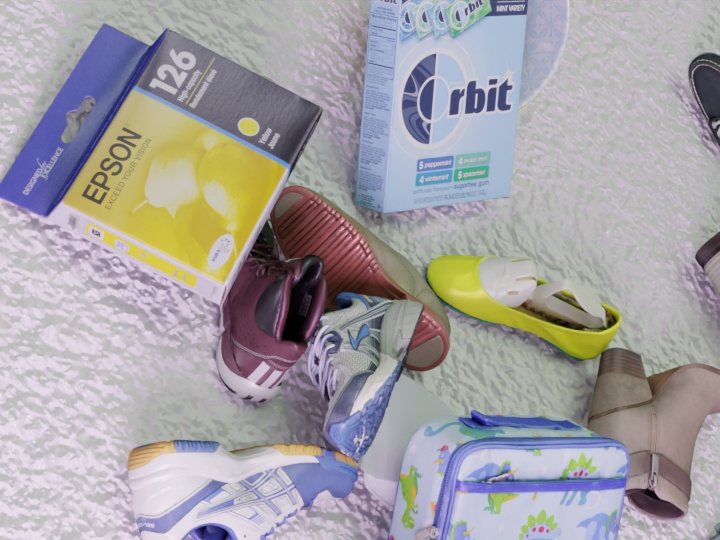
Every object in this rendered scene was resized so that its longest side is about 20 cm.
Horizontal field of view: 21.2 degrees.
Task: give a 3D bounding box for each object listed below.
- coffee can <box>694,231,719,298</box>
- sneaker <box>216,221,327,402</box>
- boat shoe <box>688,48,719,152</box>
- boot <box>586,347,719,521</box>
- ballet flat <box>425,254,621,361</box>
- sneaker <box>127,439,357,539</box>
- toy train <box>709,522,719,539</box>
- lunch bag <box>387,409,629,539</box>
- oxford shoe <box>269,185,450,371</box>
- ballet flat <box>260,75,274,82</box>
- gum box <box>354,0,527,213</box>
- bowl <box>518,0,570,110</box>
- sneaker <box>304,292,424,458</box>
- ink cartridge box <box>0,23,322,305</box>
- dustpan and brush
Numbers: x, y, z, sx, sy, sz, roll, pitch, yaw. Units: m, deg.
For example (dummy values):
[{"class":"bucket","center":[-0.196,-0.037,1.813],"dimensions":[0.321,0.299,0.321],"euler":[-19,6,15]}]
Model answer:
[{"class":"coffee can","center":[0.446,0.036,1.925],"dimensions":[0.146,0.146,0.201],"euler":[-15,71,-44]},{"class":"sneaker","center":[-0.068,-0.004,1.547],"dimensions":[0.075,0.115,0.202],"euler":[10,55,-34]},{"class":"boat shoe","center":[0.420,-0.150,2.089],"dimensions":[0.200,0.076,0.060],"euler":[50,37,2]},{"class":"boot","center":[0.284,0.157,1.771],"dimensions":[0.198,0.070,0.148],"euler":[15,59,-30]},{"class":"ballet flat","center":[0.155,0.022,1.750],"dimensions":[0.199,0.067,0.067],"euler":[24,49,-25]},{"class":"sneaker","center":[-0.088,0.176,1.450],"dimensions":[0.198,0.075,0.089],"euler":[4,75,-35]},{"class":"toy train","center":[0.402,0.238,1.767],"dimensions":[0.199,0.114,0.086],"euler":[-17,71,-45]},{"class":"lunch bag","center":[0.118,0.194,1.530],"dimensions":[0.198,0.082,0.163],"euler":[5,101,-37]},{"class":"oxford shoe","center":[0.000,0.000,1.648],"dimensions":[0.200,0.071,0.074],"euler":[48,23,-12]},{"class":"ballet flat","center":[-0.132,-0.111,1.610],"dimensions":[0.070,0.069,0.200],"euler":[50,43,1]},{"class":"gum box","center":[0.075,-0.161,1.744],"dimensions":[0.169,0.044,0.202],"euler":[-9,110,-43]},{"class":"bowl","center":[0.090,-0.247,1.843],"dimensions":[0.199,0.202,0.108],"euler":[23,6,-25]},{"class":"sneaker","center":[-0.012,0.079,1.533],"dimensions":[0.084,0.078,0.200],"euler":[20,27,3]},{"class":"ink cartridge box","center":[-0.156,-0.097,1.528],"dimensions":[0.199,0.047,0.199],"euler":[27,57,-1]},{"class":"dustpan and brush","center":[0.075,0.170,1.598],"dimensions":[0.198,0.057,0.140],"euler":[25,37,-16]}]
